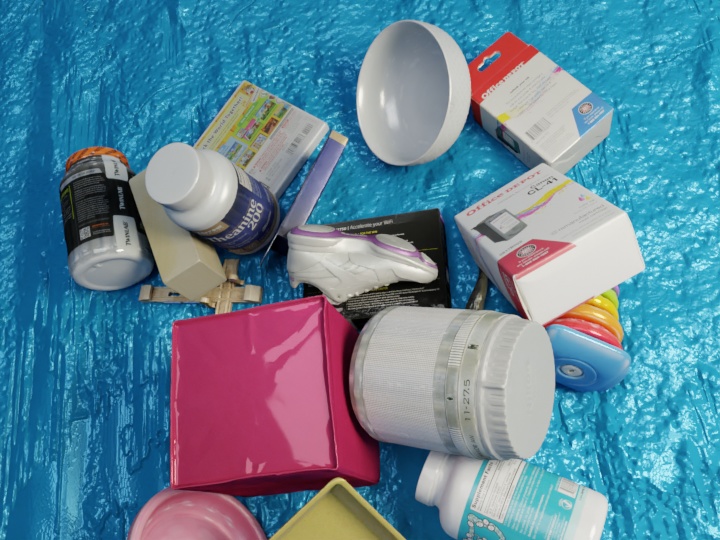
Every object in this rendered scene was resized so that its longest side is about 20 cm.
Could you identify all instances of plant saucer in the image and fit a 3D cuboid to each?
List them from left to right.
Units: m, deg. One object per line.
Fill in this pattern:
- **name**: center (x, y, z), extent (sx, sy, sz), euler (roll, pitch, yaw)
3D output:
- **plant saucer**: center (-0.191, 0.354, 0.813), extent (0.051, 0.200, 0.201), euler (-42, 62, 27)
- **plant saucer**: center (-0.037, 0.354, 0.791), extent (0.200, 0.048, 0.200), euler (-42, 106, -1)

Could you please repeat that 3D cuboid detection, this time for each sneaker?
- **sneaker**: center (0.000, 0.000, 0.899), extent (0.199, 0.075, 0.100), euler (10, 106, 6)

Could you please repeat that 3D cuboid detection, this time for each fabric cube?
- **fabric cube**: center (-0.096, 0.163, 0.843), extent (0.199, 0.199, 0.197), euler (-9, 67, 11)

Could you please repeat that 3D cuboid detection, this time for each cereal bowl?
- **cereal bowl**: center (0.085, -0.247, 0.981), extent (0.200, 0.083, 0.201), euler (7, 99, 52)

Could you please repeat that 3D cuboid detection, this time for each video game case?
- **video game case**: center (-0.176, -0.188, 1.094), extent (0.182, 0.023, 0.200), euler (31, 82, 23)

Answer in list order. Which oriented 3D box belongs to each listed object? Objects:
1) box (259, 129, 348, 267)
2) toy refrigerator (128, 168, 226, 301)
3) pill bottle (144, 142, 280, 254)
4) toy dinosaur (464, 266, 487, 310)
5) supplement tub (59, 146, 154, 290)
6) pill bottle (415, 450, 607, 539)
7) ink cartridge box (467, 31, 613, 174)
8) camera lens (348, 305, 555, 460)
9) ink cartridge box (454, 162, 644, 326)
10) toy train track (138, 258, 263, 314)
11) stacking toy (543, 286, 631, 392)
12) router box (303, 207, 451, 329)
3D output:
- **box**: center (-0.083, -0.092, 0.980), extent (0.032, 0.121, 0.201), euler (29, 78, -7)
- **toy refrigerator**: center (-0.273, -0.059, 1.015), extent (0.070, 0.076, 0.201), euler (-31, 61, 7)
- **pill bottle**: center (-0.200, -0.098, 0.946), extent (0.110, 0.200, 0.112), euler (-5, 75, 19)
- **toy dinosaur**: center (0.153, 0.084, 0.890), extent (0.088, 0.047, 0.201), euler (19, 72, 28)
- **supplement tub**: center (-0.392, -0.081, 1.058), extent (0.122, 0.123, 0.201), euler (-20, 67, 7)
- **pill bottle**: center (0.166, 0.268, 0.780), extent (0.199, 0.111, 0.111), euler (19, 76, 22)
- **ink cartridge box**: center (0.238, -0.231, 0.971), extent (0.116, 0.067, 0.200), euler (-40, 65, -2)
- **camera lens**: center (0.099, 0.123, 0.778), extent (0.199, 0.160, 0.161), euler (1, 69, 35)
- **ink cartridge box**: center (0.220, -0.037, 0.838), extent (0.147, 0.086, 0.200), euler (-31, 29, 1)
- **toy train track**: center (-0.243, 0.033, 1.023), extent (0.199, 0.033, 0.115), euler (-1, 70, 16)
- **stacking toy**: center (0.277, 0.039, 0.852), extent (0.109, 0.116, 0.201), euler (22, 59, 0)
- **router box**: center (0.021, 0.002, 0.951), extent (0.199, 0.051, 0.150), euler (-7, 67, 13)
